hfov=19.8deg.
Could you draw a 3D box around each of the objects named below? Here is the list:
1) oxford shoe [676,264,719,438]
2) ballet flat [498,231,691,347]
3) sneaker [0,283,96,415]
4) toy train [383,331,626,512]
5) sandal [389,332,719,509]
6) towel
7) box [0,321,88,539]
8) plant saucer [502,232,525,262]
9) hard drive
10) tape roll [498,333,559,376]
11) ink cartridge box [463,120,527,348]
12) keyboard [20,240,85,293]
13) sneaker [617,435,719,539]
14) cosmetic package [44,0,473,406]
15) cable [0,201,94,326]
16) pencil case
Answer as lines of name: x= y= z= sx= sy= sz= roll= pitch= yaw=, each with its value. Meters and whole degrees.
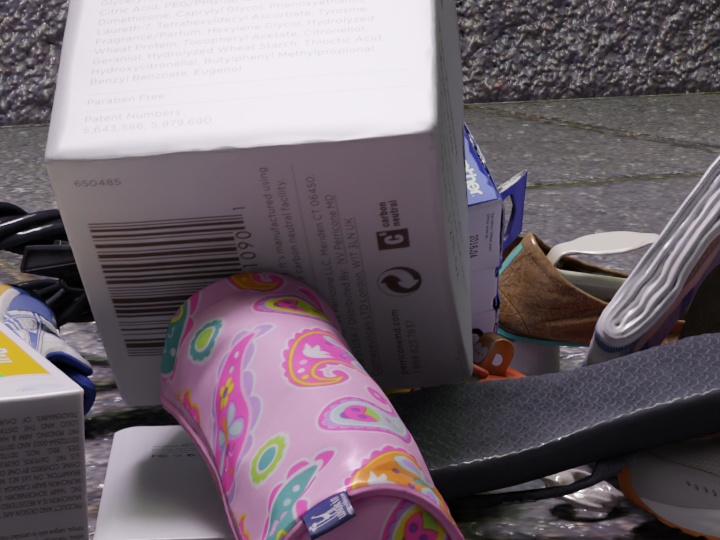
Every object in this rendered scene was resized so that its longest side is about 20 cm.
oxford shoe: x=0.191 y=0.017 z=0.966 sx=0.070 sy=0.075 sz=0.200 roll=-14 pitch=-26 yaw=-33
ballet flat: x=0.171 y=0.015 z=1.187 sx=0.199 sy=0.073 sz=0.068 roll=11 pitch=24 yaw=-12
sneaker: x=-0.185 y=0.061 z=1.127 sx=0.088 sy=0.076 sz=0.200 roll=21 pitch=9 yaw=2
toy train: x=0.055 y=0.059 z=1.019 sx=0.149 sy=0.056 sz=0.200 roll=10 pitch=8 yaw=-16
sandal: x=0.085 y=0.074 z=0.882 sx=0.199 sy=0.043 sz=0.076 roll=-11 pitch=23 yaw=-6
towel: x=0.154 y=0.005 z=1.012 sx=0.024 sy=0.147 sz=0.200 roll=36 pitch=-13 yaw=11
box: x=-0.184 y=0.082 z=0.833 sx=0.112 sy=0.102 sz=0.200 roll=-5 pitch=10 yaw=-22
plant saucer: x=0.008 y=-0.008 z=1.260 sx=0.199 sy=0.037 sz=0.200 roll=4 pitch=-3 yaw=0
hard drive: x=-0.049 y=0.103 z=0.929 sx=0.131 sy=0.026 sz=0.200 roll=-1 pitch=9 yaw=-4
tape roll: x=0.021 y=0.046 z=1.243 sx=0.202 sy=0.037 sz=0.203 roll=-1 pitch=10 yaw=0
ink cartridge box: x=0.000 y=0.000 z=1.092 sx=0.199 sy=0.137 sz=0.077 roll=-13 pitch=50 yaw=-10
keyboard: x=-0.106 y=0.004 z=1.181 sx=0.127 sy=0.021 sz=0.199 roll=-8 pitch=-14 yaw=43
sneaker: x=0.210 y=0.067 z=0.922 sx=0.199 sy=0.093 sz=0.076 roll=-3 pitch=10 yaw=-10
cosmetic package: x=-0.038 y=-0.069 z=0.943 sx=0.164 sy=0.165 sz=0.201 roll=-4 pitch=48 yaw=6
cable: x=-0.219 y=0.002 z=1.230 sx=0.199 sy=0.051 sz=0.163 roll=-9 pitch=-26 yaw=-14
pencil case: x=-0.023 y=0.074 z=0.799 sx=0.087 sy=0.088 sz=0.200 roll=-3 pitch=26 yaw=-15
